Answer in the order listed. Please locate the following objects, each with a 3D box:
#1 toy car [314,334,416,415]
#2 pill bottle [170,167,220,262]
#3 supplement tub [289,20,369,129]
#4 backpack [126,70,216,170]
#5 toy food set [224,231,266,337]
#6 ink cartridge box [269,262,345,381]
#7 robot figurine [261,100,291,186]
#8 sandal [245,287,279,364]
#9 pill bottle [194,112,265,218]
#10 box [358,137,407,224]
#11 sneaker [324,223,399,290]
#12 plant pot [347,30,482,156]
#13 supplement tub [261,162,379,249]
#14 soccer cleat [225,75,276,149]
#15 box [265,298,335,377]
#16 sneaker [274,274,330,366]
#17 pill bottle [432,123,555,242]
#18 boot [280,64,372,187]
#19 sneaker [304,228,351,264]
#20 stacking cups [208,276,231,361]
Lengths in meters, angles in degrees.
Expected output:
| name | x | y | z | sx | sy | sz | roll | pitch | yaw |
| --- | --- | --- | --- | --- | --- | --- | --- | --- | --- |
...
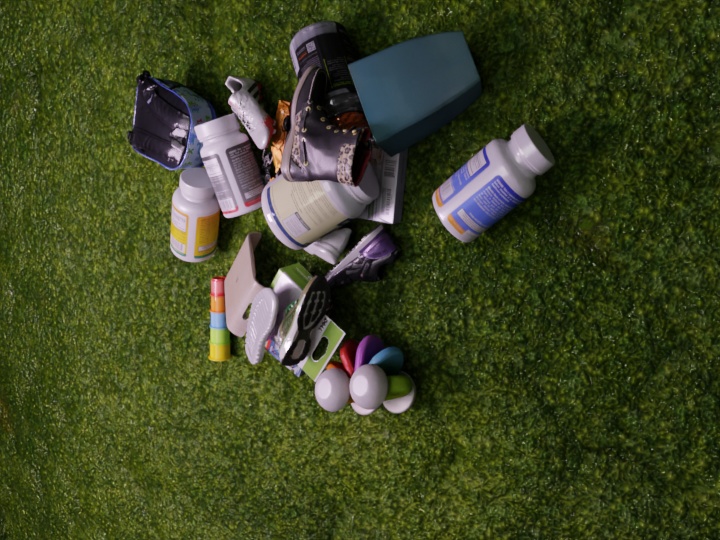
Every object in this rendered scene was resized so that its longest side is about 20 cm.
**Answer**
| name | x | y | z | sx | sy | sz | roll | pitch | yaw |
| --- | --- | --- | --- | --- | --- | --- | --- | --- | --- |
| toy car | 0.013 | 0.209 | 1.182 | 0.196 | 0.174 | 0.154 | -12 | 68 | 34 |
| pill bottle | -0.386 | -0.131 | 1.366 | 0.112 | 0.112 | 0.203 | 35 | 131 | 22 |
| supplement tub | -0.055 | -0.353 | 1.113 | 0.121 | 0.121 | 0.205 | -22 | 79 | 33 |
| backpack | -0.418 | -0.333 | 1.349 | 0.198 | 0.146 | 0.187 | 31 | 114 | 27 |
| toy food set | -0.252 | 0.028 | 1.319 | 0.145 | 0.059 | 0.202 | -55 | 33 | 29 |
| ink cartridge box | -0.117 | 0.109 | 1.242 | 0.199 | 0.075 | 0.149 | 42 | 117 | 17 |
| robot figurine | -0.142 | -0.248 | 1.242 | 0.142 | 0.058 | 0.205 | 22 | 110 | 28 |
| sandal | -0.199 | 0.111 | 1.222 | 0.083 | 0.049 | 0.205 | 55 | 136 | 31 |
| pill bottle | -0.281 | -0.230 | 1.277 | 0.111 | 0.114 | 0.205 | -7 | 110 | 33 |
| box | -0.003 | -0.188 | 1.175 | 0.196 | 0.041 | 0.161 | 12 | 105 | 29 |
| sneaker | 0.000 | 0.000 | 1.194 | 0.088 | 0.076 | 0.200 | 48 | 128 | -1 |
| plant pot | 0.105 | -0.314 | 1.011 | 0.196 | 0.141 | 0.145 | -21 | 86 | 14 |
| supplement tub | -0.076 | -0.146 | 1.114 | 0.197 | 0.144 | 0.148 | -27 | 85 | 25 |
| soccer cleat | -0.235 | -0.335 | 1.231 | 0.069 | 0.084 | 0.204 | -46 | 50 | 37 |
| box | -0.148 | 0.120 | 1.331 | 0.136 | 0.040 | 0.204 | 34 | 116 | 22 |
| sneaker | -0.129 | 0.088 | 1.166 | 0.088 | 0.076 | 0.204 | 40 | 113 | 36 |
| pill bottle | 0.227 | -0.149 | 0.992 | 0.199 | 0.111 | 0.114 | -39 | 79 | 31 |
| boot | -0.050 | -0.242 | 0.996 | 0.147 | 0.073 | 0.206 | 14 | 87 | 27 |
| sneaker | -0.091 | -0.084 | 1.244 | 0.198 | 0.075 | 0.089 | 28 | 77 | 42 |
| stacking cups | -0.352 | 0.119 | 1.458 | 0.059 | 0.060 | 0.206 | 5 | 99 | 31 |
